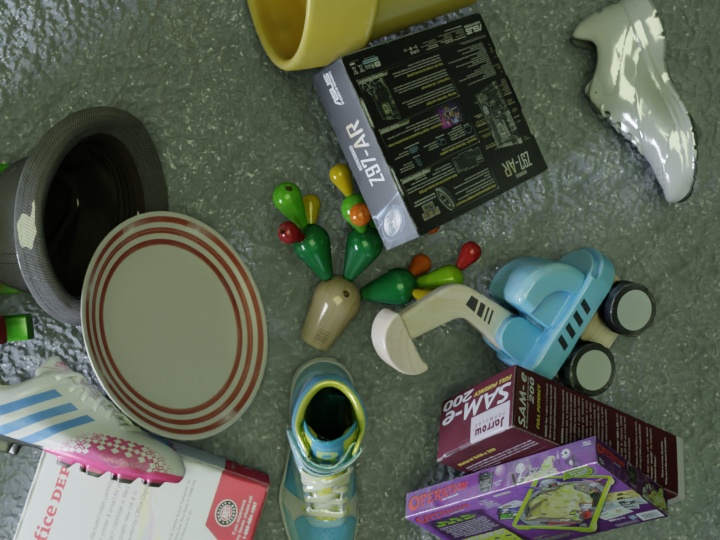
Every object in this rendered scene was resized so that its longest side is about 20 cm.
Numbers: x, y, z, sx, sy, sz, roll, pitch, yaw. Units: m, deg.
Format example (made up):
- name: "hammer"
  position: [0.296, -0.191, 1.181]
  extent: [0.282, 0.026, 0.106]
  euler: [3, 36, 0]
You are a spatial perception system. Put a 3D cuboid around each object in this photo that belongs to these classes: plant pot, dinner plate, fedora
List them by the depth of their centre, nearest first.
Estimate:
- name: "fedora"
  position: [-0.256, -0.047, 0.954]
  extent: [0.089, 0.201, 0.179]
  euler: [1, 125, 22]
- name: "plant pot"
  position: [0.008, -0.286, 0.956]
  extent: [0.186, 0.200, 0.204]
  euler: [-10, 91, -19]
- name: "dinner plate"
  position: [-0.163, 0.048, 0.967]
  extent: [0.198, 0.024, 0.204]
  euler: [17, 66, -43]

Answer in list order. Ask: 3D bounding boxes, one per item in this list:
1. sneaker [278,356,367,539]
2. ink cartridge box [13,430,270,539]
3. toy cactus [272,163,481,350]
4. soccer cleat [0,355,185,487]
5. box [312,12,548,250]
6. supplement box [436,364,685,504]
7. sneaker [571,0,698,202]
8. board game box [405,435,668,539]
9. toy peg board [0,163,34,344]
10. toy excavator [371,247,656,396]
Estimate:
- name: "sneaker"
  position: [-0.034, 0.183, 0.977]
  extent: [0.078, 0.131, 0.204]
  euler: [-3, 91, -6]
- name: "ink cartridge box"
  position: [-0.195, 0.225, 0.986]
  extent: [0.197, 0.086, 0.150]
  euler: [20, 87, -3]
- name: "toy cactus"
  position: [0.000, 0.000, 0.999]
  extent: [0.198, 0.102, 0.167]
  euler: [21, 106, -26]
- name: "soccer cleat"
  position: [-0.235, 0.121, 0.912]
  extent: [0.197, 0.070, 0.088]
  euler: [16, 78, -6]
- name: "box"
  position: [0.067, -0.128, 0.971]
  extent: [0.199, 0.043, 0.162]
  euler: [-28, 95, -42]
- name: "supplement box"
  position: [0.178, 0.158, 0.971]
  extent: [0.198, 0.109, 0.062]
  euler: [24, 55, -25]
- name: "sneaker"
  position: [0.261, -0.156, 1.039]
  extent: [0.086, 0.074, 0.203]
  euler: [-19, 85, 8]
- name: "board game box"
  position: [0.151, 0.203, 0.958]
  extent: [0.119, 0.198, 0.033]
  euler: [33, 46, -38]
- name: "toy peg board"
  position: [-0.347, -0.012, 0.913]
  extent: [0.096, 0.199, 0.204]
  euler: [-7, 91, -1]
- name: "toy excavator"
  position: [0.131, 0.041, 0.984]
  extent: [0.199, 0.100, 0.196]
  euler: [36, 85, -17]
